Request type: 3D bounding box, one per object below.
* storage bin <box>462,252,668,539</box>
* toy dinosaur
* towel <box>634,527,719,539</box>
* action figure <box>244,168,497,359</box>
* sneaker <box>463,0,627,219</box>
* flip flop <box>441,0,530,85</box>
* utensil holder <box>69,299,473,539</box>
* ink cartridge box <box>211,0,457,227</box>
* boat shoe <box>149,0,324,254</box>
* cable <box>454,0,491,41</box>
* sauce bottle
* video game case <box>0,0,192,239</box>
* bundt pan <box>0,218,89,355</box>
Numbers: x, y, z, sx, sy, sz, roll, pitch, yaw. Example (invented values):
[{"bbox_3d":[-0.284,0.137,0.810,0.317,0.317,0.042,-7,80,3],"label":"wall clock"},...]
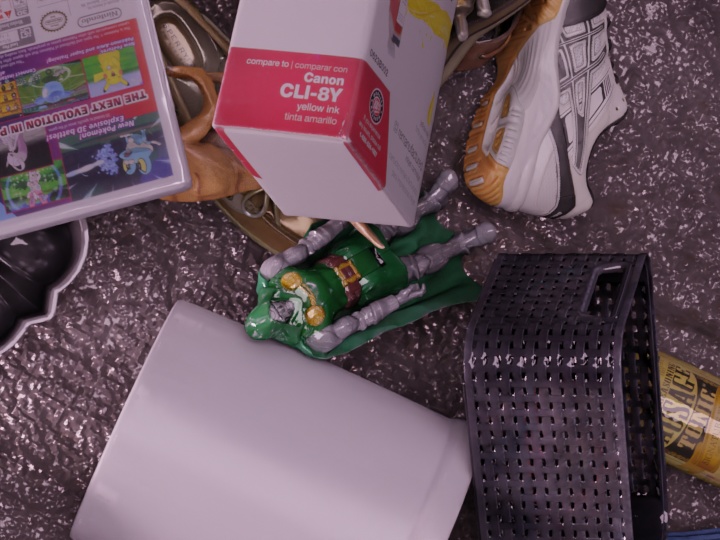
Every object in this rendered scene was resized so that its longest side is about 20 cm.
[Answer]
[{"bbox_3d":[0.123,0.101,1.564,0.093,0.135,0.201,1,116,14],"label":"storage bin"},{"bbox_3d":[-0.084,-0.066,1.585,0.199,0.060,0.107,0,89,1],"label":"toy dinosaur"},{"bbox_3d":[0.259,0.214,1.662,0.199,0.049,0.112,-4,87,-7],"label":"towel"},{"bbox_3d":[0.000,0.000,1.598,0.200,0.055,0.118,-31,79,-44],"label":"action figure"},{"bbox_3d":[0.130,-0.128,1.674,0.087,0.076,0.201,19,85,-21],"label":"sneaker"},{"bbox_3d":[0.059,-0.151,1.654,0.200,0.057,0.081,-49,57,15],"label":"flip flop"},{"bbox_3d":[-0.051,0.130,1.578,0.199,0.170,0.171,24,83,-1],"label":"utensil holder"},{"bbox_3d":[-0.006,-0.144,1.498,0.083,0.145,0.201,6,73,19],"label":"ink cartridge box"},{"bbox_3d":[-0.075,-0.089,1.643,0.073,0.063,0.201,-33,89,-7],"label":"boat shoe"},{"bbox_3d":[0.046,-0.235,1.628,0.050,0.097,0.201,20,68,-40],"label":"cable"},{"bbox_3d":[0.173,0.080,1.656,0.199,0.066,0.066,22,83,-4],"label":"sauce bottle"},{"bbox_3d":[-0.214,-0.111,1.556,0.199,0.023,0.183,-14,83,4],"label":"video game case"},{"bbox_3d":[-0.261,-0.038,1.612,0.201,0.076,0.203,0,86,-7],"label":"bundt pan"}]
